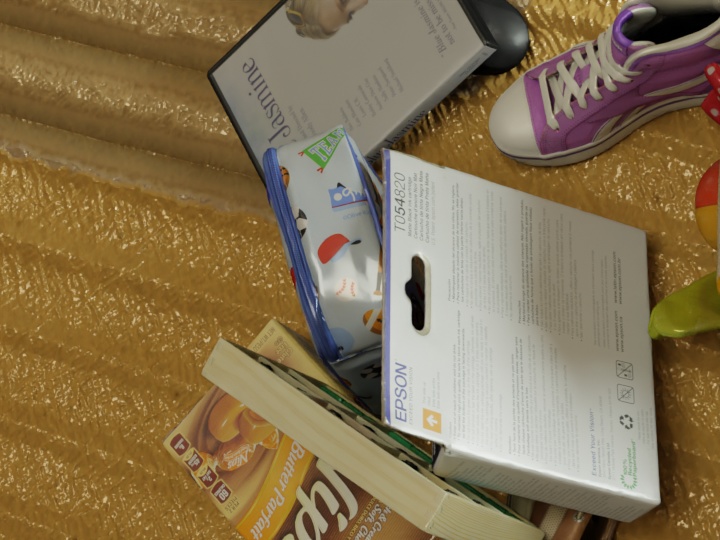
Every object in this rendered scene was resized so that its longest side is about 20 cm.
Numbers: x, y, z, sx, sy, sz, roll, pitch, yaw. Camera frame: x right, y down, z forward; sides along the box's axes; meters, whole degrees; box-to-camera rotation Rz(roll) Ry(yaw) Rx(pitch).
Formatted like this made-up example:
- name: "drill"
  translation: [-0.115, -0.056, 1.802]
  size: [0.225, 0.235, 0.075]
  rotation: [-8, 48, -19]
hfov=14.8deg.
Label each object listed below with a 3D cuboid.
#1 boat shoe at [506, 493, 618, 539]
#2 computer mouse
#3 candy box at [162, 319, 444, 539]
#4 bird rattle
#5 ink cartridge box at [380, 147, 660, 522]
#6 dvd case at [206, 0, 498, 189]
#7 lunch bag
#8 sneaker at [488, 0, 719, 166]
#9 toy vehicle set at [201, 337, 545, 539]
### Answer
- name: "boat shoe"
  translation: [0.120, 0.198, 1.724]
  size: [0.073, 0.076, 0.202]
  rotation: [9, 81, 26]
- name: "computer mouse"
  translation: [0.029, -0.180, 1.901]
  size: [0.199, 0.034, 0.059]
  rotation: [20, 86, 31]
- name: "candy box"
  translation: [-0.026, 0.141, 1.825]
  size: [0.116, 0.055, 0.200]
  rotation: [-48, 59, 6]
- name: "bird rattle"
  translation: [0.244, -0.043, 1.688]
  size: [0.112, 0.163, 0.202]
  rotation: [11, 90, 11]
- name: "ink cartridge box"
  translation: [0.089, 0.040, 1.699]
  size: [0.041, 0.199, 0.201]
  rotation: [-41, 39, 48]
- name: "dvd case"
  translation: [-0.009, -0.143, 1.897]
  size: [0.200, 0.017, 0.143]
  rotation: [-42, 61, 24]
- name: "lunch bag"
  translation: [0.000, 0.000, 1.775]
  size: [0.075, 0.200, 0.161]
  rotation: [-21, 67, 5]
- name: "sneaker"
  translation: [0.157, -0.134, 1.776]
  size: [0.199, 0.114, 0.073]
  rotation: [-22, 68, 21]
- name: "toy vehicle set"
  translation: [0.007, 0.112, 1.704]
  size: [0.199, 0.124, 0.027]
  rotation: [33, 93, 35]
